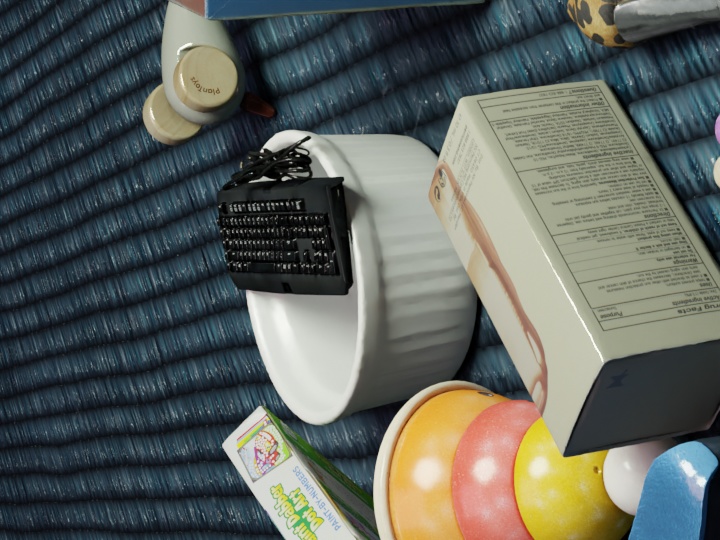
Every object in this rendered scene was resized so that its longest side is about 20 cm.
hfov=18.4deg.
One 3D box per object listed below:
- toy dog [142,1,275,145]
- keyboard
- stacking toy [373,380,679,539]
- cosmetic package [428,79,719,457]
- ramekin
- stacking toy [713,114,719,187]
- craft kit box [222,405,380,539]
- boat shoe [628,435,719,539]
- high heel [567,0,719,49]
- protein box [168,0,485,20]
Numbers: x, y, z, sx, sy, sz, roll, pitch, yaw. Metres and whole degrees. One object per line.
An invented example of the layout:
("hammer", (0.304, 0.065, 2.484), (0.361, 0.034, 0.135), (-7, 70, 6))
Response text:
("toy dog", (-0.108, -0.193, 1.752), (0.132, 0.096, 0.201), (-162, 82, -66))
("keyboard", (-0.065, -0.034, 1.498), (0.200, 0.039, 0.105), (-1, 97, 64))
("stacking toy", (0.119, 0.129, 1.315), (0.199, 0.146, 0.147), (-13, 85, 46))
("cosmetic package", (0.126, -0.005, 1.249), (0.088, 0.103, 0.201), (108, 147, -45))
("ramekin", (0.000, 0.000, 1.527), (0.200, 0.097, 0.202), (29, 122, 60))
("stacking toy", (0.208, -0.138, 1.067), (0.085, 0.085, 0.201), (177, 91, -65))
("craft kit box", (0.016, 0.201, 1.462), (0.048, 0.200, 0.198), (-43, 38, 5))
("boat shoe", (0.183, 0.173, 1.218), (0.084, 0.068, 0.201), (54, 145, 32))
("high heel", (0.136, -0.220, 1.196), (0.142, 0.071, 0.201), (-4, 102, 59))
("protein box", (-0.032, -0.273, 1.402), (0.135, 0.197, 0.201), (-146, 54, -59))
